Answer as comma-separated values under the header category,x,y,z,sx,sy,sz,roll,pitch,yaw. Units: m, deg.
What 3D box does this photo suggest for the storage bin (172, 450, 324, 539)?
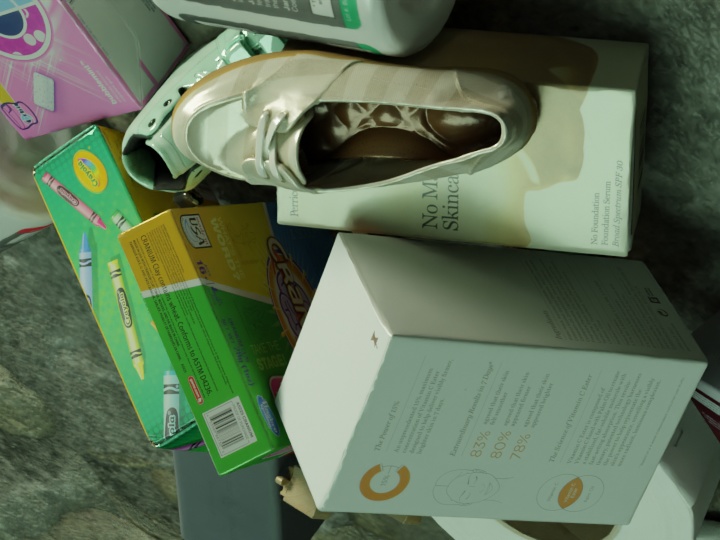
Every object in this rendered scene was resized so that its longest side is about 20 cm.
category,x,y,z,sx,sy,sz,roll,pitch,yaw
storage bin,-0.070,0.103,1.631,0.145,0.134,0.200,20,141,17

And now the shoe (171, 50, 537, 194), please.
category,x,y,z,sx,sy,sz,roll,pitch,yaw
shoe,-0.008,-0.078,1.259,0.199,0.053,0.070,-2,112,14

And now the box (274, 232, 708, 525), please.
category,x,y,z,sx,sy,sz,roll,pitch,yaw
box,0.071,0.063,1.341,0.199,0.098,0.125,6,124,-25

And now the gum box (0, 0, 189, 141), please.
category,x,y,z,sx,sy,sz,roll,pitch,yaw
gum box,-0.212,-0.183,1.463,0.113,0.066,0.200,-10,126,42

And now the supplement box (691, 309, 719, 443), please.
category,x,y,z,sx,sy,sz,roll,pitch,yaw
supplement box,0.271,0.120,1.413,0.200,0.061,0.109,55,171,-27

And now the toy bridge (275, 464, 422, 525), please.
category,x,y,z,sx,sy,sz,roll,pitch,yaw
toy bridge,0.016,0.148,1.610,0.200,0.027,0.067,12,-170,-45

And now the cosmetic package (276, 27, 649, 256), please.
category,x,y,z,sx,sy,sz,roll,pitch,yaw
cosmetic package,0.056,-0.075,1.317,0.199,0.071,0.106,4,117,12

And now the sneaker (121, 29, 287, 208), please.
category,x,y,z,sx,sy,sz,roll,pitch,yaw
sneaker,-0.062,-0.103,1.398,0.074,0.118,0.200,46,141,-14

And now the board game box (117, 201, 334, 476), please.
category,x,y,z,sx,sy,sz,roll,pitch,yaw
board game box,-0.055,0.035,1.448,0.040,0.200,0.153,-26,83,23

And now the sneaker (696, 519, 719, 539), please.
category,x,y,z,sx,sy,sz,roll,pitch,yaw
sneaker,0.193,0.222,1.603,0.200,0.089,0.075,-10,125,43

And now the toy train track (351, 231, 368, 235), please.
category,x,y,z,sx,sy,sz,roll,pitch,yaw
toy train track,0.000,0.000,1.501,0.115,0.032,0.200,57,180,41

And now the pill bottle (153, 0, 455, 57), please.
category,x,y,z,sx,sy,sz,roll,pitch,yaw
pill bottle,-0.052,-0.185,1.299,0.199,0.113,0.113,12,139,26

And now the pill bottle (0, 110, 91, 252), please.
category,x,y,z,sx,sy,sz,roll,pitch,yaw
pill bottle,-0.273,-0.059,1.617,0.111,0.111,0.200,46,142,-17

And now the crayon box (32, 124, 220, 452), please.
category,x,y,z,sx,sy,sz,roll,pitch,yaw
crayon box,-0.116,0.013,1.492,0.058,0.119,0.201,-32,71,21

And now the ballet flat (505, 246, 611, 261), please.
category,x,y,z,sx,sy,sz,roll,pitch,yaw
ballet flat,0.065,-0.056,1.408,0.199,0.071,0.065,22,178,5

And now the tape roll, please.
category,x,y,z,sx,sy,sz,roll,pitch,yaw
tape roll,0.130,0.120,1.539,0.202,0.071,0.203,18,140,15
